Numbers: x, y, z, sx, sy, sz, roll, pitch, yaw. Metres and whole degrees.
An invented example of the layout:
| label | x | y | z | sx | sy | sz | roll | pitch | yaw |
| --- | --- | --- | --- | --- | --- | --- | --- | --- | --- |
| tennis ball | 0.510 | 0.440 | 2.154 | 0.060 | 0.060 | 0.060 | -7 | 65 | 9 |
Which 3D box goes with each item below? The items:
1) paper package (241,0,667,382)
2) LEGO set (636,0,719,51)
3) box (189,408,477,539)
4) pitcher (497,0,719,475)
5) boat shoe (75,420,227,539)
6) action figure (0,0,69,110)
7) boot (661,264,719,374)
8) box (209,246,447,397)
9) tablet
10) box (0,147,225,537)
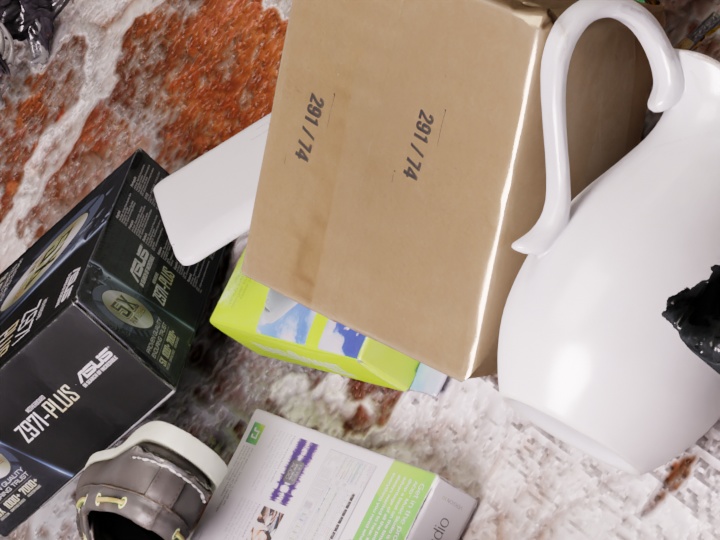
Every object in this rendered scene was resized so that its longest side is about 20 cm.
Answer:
| label | x | y | z | sx | sy | sz | roll | pitch | yaw |
| --- | --- | --- | --- | --- | --- | --- | --- | --- | --- |
| paper package | 0.046 | -0.066 | 1.560 | 0.190 | 0.103 | 0.201 | 26 | 113 | 41 |
| LEGO set | 0.154 | -0.171 | 1.644 | 0.153 | 0.116 | 0.200 | 12 | 66 | 31 |
| box | -0.030 | 0.163 | 1.648 | 0.200 | 0.036 | 0.145 | 15 | 76 | 59 |
| pitcher | 0.130 | -0.018 | 1.453 | 0.200 | 0.171 | 0.121 | -61 | 19 | -7 |
| boat shoe | -0.134 | 0.142 | 1.723 | 0.061 | 0.072 | 0.201 | -59 | 5 | -24 |
| action figure | -0.298 | -0.161 | 2.237 | 0.199 | 0.102 | 0.119 | -17 | 2 | -6 |
| boot | 0.196 | 0.053 | 1.308 | 0.198 | 0.162 | 0.074 | 2 | 63 | 54 |
| box | 0.000 | 0.000 | 1.736 | 0.200 | 0.048 | 0.122 | 11 | 73 | 58 |
| tablet | -0.033 | -0.079 | 1.801 | 0.200 | 0.014 | 0.130 | -32 | 25 | 3 |
| box | -0.179 | 0.042 | 1.853 | 0.164 | 0.086 | 0.200 | -40 | 17 | 26 |
